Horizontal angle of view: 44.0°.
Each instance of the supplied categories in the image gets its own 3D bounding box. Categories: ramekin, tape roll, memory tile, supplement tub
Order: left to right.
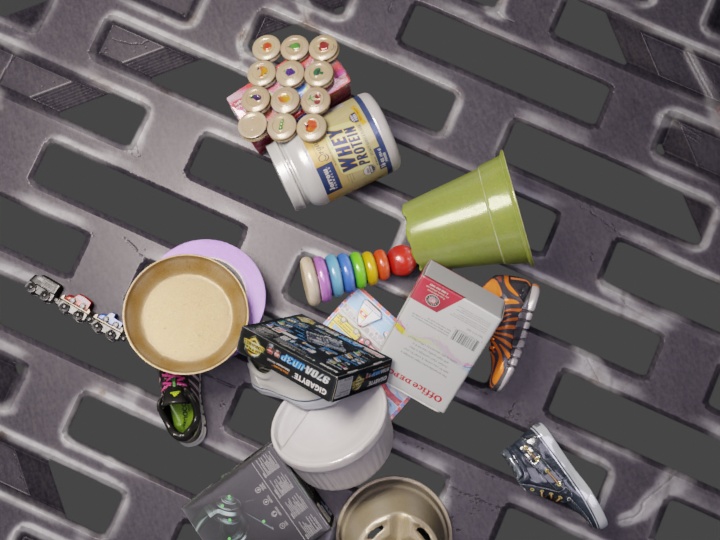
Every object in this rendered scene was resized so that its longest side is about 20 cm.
[{"bbox_3d":[-0.261,0.052,1.505,0.199,0.066,0.201,3,70,-8],"label":"tape roll"},{"bbox_3d":[-0.120,-0.304,1.478,0.152,0.017,0.201,4,71,11],"label":"memory tile"},{"bbox_3d":[-0.047,-0.198,1.516,0.199,0.144,0.145,-26,85,-3],"label":"supplement tub"},{"bbox_3d":[-0.038,0.265,1.451,0.202,0.203,0.094,-25,127,-2],"label":"ramekin"}]

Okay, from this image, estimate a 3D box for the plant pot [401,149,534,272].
[{"bbox_3d":[0.175,-0.079,1.498,0.189,0.200,0.201,-16,84,12],"label":"plant pot"}]

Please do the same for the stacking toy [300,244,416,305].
[{"bbox_3d":[0.000,0.000,1.536,0.199,0.085,0.086,-12,84,-8],"label":"stacking toy"}]

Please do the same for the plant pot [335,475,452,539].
[{"bbox_3d":[0.057,0.443,1.430,0.199,0.183,0.202,0,85,0],"label":"plant pot"}]

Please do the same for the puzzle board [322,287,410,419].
[{"bbox_3d":[0.020,0.146,1.544,0.200,0.017,0.151,42,86,3],"label":"puzzle board"}]

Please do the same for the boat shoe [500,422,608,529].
[{"bbox_3d":[0.324,0.363,1.499,0.091,0.071,0.201,-35,78,-2],"label":"boat shoe"}]

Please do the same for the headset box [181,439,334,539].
[{"bbox_3d":[-0.172,0.407,1.477,0.200,0.093,0.174,-37,86,-2],"label":"headset box"}]

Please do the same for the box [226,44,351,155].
[{"bbox_3d":[-0.121,-0.300,1.549,0.199,0.100,0.096,-33,85,-4],"label":"box"}]

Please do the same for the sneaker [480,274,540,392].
[{"bbox_3d":[0.227,0.101,1.527,0.111,0.078,0.201,18,74,6],"label":"sneaker"}]

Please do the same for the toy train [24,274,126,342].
[{"bbox_3d":[-0.488,0.064,1.546,0.199,0.034,0.046,30,73,4],"label":"toy train"}]

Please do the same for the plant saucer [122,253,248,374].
[{"bbox_3d":[-0.281,0.073,1.440,0.199,0.035,0.201,3,71,-8],"label":"plant saucer"}]

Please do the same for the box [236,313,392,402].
[{"bbox_3d":[-0.073,0.134,1.424,0.199,0.159,0.046,24,108,29],"label":"box"}]

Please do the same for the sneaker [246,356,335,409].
[{"bbox_3d":[-0.112,0.176,1.464,0.199,0.071,0.073,2,42,35],"label":"sneaker"}]

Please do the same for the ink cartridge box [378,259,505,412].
[{"bbox_3d":[0.124,0.108,1.460,0.145,0.083,0.201,29,114,2],"label":"ink cartridge box"}]

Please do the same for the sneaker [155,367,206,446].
[{"bbox_3d":[-0.307,0.200,1.503,0.073,0.087,0.201,-12,84,-1],"label":"sneaker"}]
